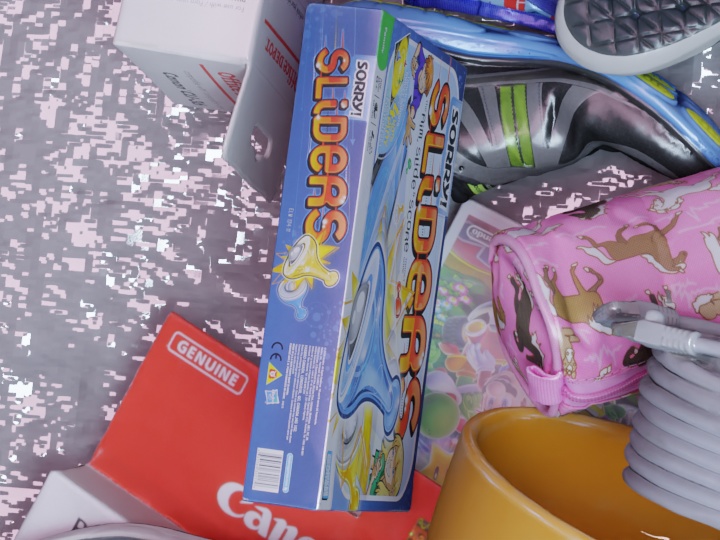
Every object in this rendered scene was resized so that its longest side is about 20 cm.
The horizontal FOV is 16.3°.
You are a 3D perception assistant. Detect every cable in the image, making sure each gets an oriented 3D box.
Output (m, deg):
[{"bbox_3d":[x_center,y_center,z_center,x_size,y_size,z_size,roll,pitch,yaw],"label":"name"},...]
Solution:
[{"bbox_3d":[0.200,0.082,0.969,0.200,0.199,0.070,25,97,46],"label":"cable"}]

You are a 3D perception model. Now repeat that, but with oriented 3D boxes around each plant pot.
[{"bbox_3d":[0.104,0.181,1.028,0.199,0.200,0.184,23,103,14],"label":"plant pot"}]

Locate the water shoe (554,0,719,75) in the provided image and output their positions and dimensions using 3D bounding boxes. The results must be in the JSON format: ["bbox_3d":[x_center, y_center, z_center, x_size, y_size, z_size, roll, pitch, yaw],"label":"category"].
[{"bbox_3d":[0.172,-0.147,1.122,0.200,0.079,0.072,-39,74,-7],"label":"water shoe"}]

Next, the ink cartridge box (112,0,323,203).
[{"bbox_3d":[-0.058,-0.141,1.154,0.067,0.116,0.201,9,82,12],"label":"ink cartridge box"}]

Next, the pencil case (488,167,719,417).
[{"bbox_3d":[0.152,0.001,1.074,0.199,0.087,0.083,-14,106,-13],"label":"pencil case"}]

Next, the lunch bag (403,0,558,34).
[{"bbox_3d":[0.048,-0.208,1.095,0.094,0.200,0.151,13,82,24],"label":"lunch bag"}]

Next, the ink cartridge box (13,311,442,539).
[{"bbox_3d":[-0.055,0.143,1.126,0.200,0.044,0.174,32,101,15],"label":"ink cartridge box"}]

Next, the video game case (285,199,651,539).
[{"bbox_3d":[0.064,0.087,1.140,0.143,0.018,0.201,27,87,14],"label":"video game case"}]

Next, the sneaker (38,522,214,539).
[{"bbox_3d":[-0.091,0.155,1.051,0.199,0.121,0.084,0,91,17],"label":"sneaker"}]

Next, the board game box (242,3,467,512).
[{"bbox_3d":[0.000,0.000,1.053,0.034,0.135,0.201,6,87,17],"label":"board game box"}]

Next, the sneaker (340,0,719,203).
[{"bbox_3d":[0.072,-0.067,1.146,0.199,0.071,0.083,14,96,15],"label":"sneaker"}]
